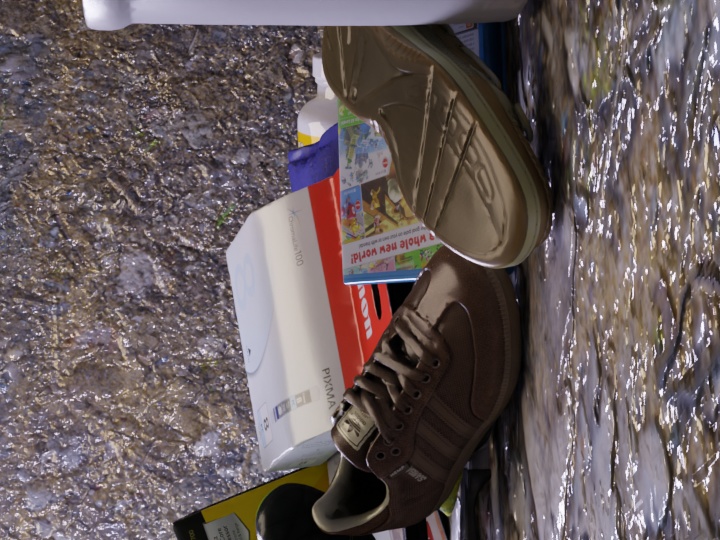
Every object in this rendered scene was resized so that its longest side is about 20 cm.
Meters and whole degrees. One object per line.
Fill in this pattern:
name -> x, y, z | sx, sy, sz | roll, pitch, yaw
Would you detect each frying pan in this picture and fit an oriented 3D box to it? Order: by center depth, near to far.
frying pan -> 0.063, 0.085, 0.856 | 0.115, 0.030, 0.192 | 100, 159, -67

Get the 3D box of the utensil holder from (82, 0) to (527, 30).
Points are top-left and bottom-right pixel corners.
utensil holder -> -0.025, -0.195, 0.685 | 0.170, 0.197, 0.173 | 179, 90, -83

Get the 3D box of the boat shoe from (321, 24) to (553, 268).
boat shoe -> 0.045, -0.074, 0.728 | 0.201, 0.062, 0.074 | 52, 138, 48

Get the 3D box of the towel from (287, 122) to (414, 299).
towel -> 0.000, 0.000, 1.065 | 0.147, 0.049, 0.203 | 166, 97, -71

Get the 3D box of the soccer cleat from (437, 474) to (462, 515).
soccer cleat -> 0.050, 0.132, 1.037 | 0.084, 0.064, 0.200 | 59, 175, -5

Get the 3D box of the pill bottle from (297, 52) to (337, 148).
pill bottle -> -0.004, -0.089, 1.341 | 0.104, 0.103, 0.203 | -103, 12, -75

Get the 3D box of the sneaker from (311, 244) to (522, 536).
sneaker -> 0.026, 0.072, 0.794 | 0.070, 0.075, 0.202 | 46, 140, 33

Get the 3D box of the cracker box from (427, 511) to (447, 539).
cracker box -> 0.009, 0.142, 1.228 | 0.134, 0.057, 0.202 | 99, 153, -73

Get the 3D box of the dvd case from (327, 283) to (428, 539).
dvd case -> 0.004, 0.098, 0.973 | 0.143, 0.017, 0.203 | 155, 111, -70

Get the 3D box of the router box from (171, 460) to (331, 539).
router box -> -0.027, 0.241, 1.055 | 0.051, 0.147, 0.202 | 108, 141, -85

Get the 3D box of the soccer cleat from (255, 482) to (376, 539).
soccer cleat -> 0.015, 0.201, 0.869 | 0.201, 0.067, 0.081 | 55, 152, -15

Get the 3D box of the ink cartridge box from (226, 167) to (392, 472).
ink cartridge box -> -0.033, 0.027, 0.968 | 0.200, 0.047, 0.162 | 129, 133, -64

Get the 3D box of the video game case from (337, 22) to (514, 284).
video game case -> 0.031, -0.096, 0.834 | 0.142, 0.018, 0.203 | -4, 87, 56
